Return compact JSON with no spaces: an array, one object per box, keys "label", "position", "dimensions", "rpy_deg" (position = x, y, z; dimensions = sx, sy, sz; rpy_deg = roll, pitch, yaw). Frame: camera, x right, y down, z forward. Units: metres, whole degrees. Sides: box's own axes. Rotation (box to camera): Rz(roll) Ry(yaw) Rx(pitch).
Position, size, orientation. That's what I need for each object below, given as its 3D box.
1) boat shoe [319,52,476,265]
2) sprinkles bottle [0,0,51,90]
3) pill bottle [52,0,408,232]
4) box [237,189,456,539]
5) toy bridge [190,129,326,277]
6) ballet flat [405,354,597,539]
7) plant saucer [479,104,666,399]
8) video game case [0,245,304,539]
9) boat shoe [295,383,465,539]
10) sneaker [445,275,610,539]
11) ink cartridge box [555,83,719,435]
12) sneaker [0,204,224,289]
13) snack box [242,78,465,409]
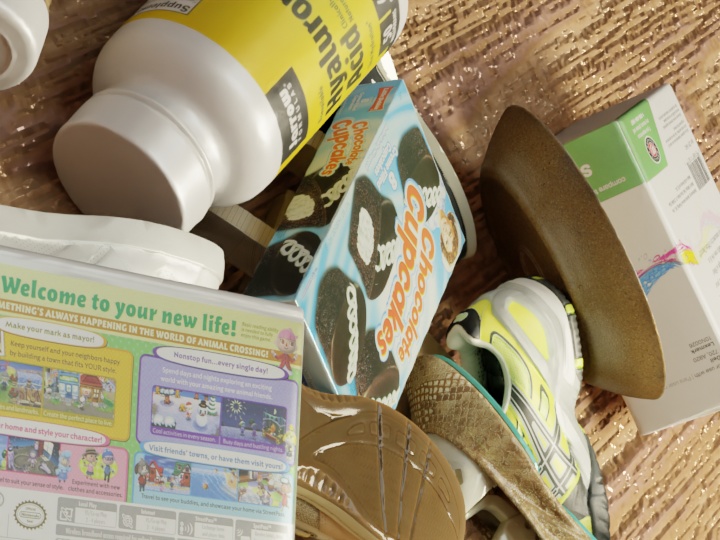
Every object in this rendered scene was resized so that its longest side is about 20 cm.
[{"label":"boat shoe","position":[0.002,-0.077,1.327],"dimensions":[0.068,0.072,0.200],"rpy_deg":[-40,116,-15]},{"label":"sprinkles bottle","position":[-0.173,-0.183,1.128],"dimensions":[0.068,0.068,0.201],"rpy_deg":[41,42,-33]},{"label":"pill bottle","position":[-0.069,-0.103,1.170],"dimensions":[0.111,0.111,0.200],"rpy_deg":[53,53,-19]},{"label":"box","position":[-0.018,0.077,1.233],"dimensions":[0.164,0.021,0.200],"rpy_deg":[48,40,-27]},{"label":"toy bridge","position":[-0.066,-0.020,1.201],"dimensions":[0.067,0.027,0.200],"rpy_deg":[32,43,-9]},{"label":"ballet flat","position":[0.078,0.137,1.240],"dimensions":[0.065,0.071,0.200],"rpy_deg":[-36,82,-29]},{"label":"plant saucer","position":[0.121,-0.003,1.377],"dimensions":[0.201,0.035,0.200],"rpy_deg":[61,-8,15]},{"label":"video game case","position":[-0.111,0.090,0.996],"dimensions":[0.199,0.022,0.183],"rpy_deg":[12,74,-38]},{"label":"boat shoe","position":[-0.029,0.096,1.128],"dimensions":[0.200,0.064,0.072],"rpy_deg":[32,54,-34]},{"label":"sneaker","position":[0.091,0.108,1.322],"dimensions":[0.076,0.075,0.201],"rpy_deg":[-15,95,-35]},{"label":"ink cartridge box","position":[0.197,-0.009,1.502],"dimensions":[0.201,0.084,0.145],"rpy_deg":[64,25,-4]},{"label":"sneaker","position":[-0.142,0.034,1.054],"dimensions":[0.199,0.074,0.116],"rpy_deg":[5,69,-43]},{"label":"snack box","position":[0.000,0.000,1.221],"dimensions":[0.200,0.037,0.117],"rpy_deg":[-66,142,-47]}]
